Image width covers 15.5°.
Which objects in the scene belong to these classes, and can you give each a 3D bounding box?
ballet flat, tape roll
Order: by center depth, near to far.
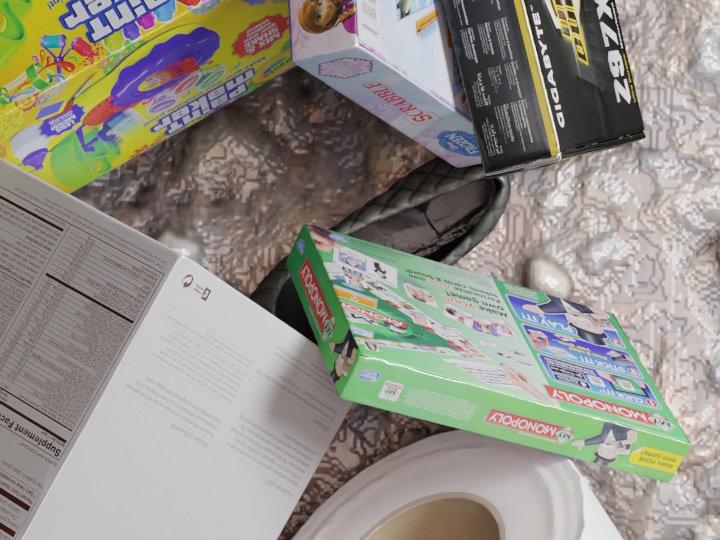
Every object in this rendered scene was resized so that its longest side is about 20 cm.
[{"bbox_3d":[0.045,0.178,1.387,0.202,0.202,0.071,-38,122,-6],"label":"tape roll"},{"bbox_3d":[0.000,0.000,1.467,0.200,0.057,0.067,-41,93,-6],"label":"ballet flat"}]

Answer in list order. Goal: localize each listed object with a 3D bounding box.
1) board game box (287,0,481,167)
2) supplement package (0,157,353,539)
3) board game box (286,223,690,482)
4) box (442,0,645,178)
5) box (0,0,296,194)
[{"bbox_3d":[0.020,-0.177,1.395,0.041,0.199,0.202,-11,71,25],"label":"board game box"},{"bbox_3d":[-0.139,0.085,1.363,0.147,0.191,0.201,26,84,36],"label":"supplement package"},{"bbox_3d":[0.066,0.044,1.405,0.199,0.135,0.029,16,116,-23],"label":"board game box"},{"bbox_3d":[0.091,-0.157,1.428,0.049,0.160,0.202,-13,91,22],"label":"box"},{"bbox_3d":[-0.154,-0.166,1.404,0.199,0.122,0.193,-30,69,-5],"label":"box"}]
